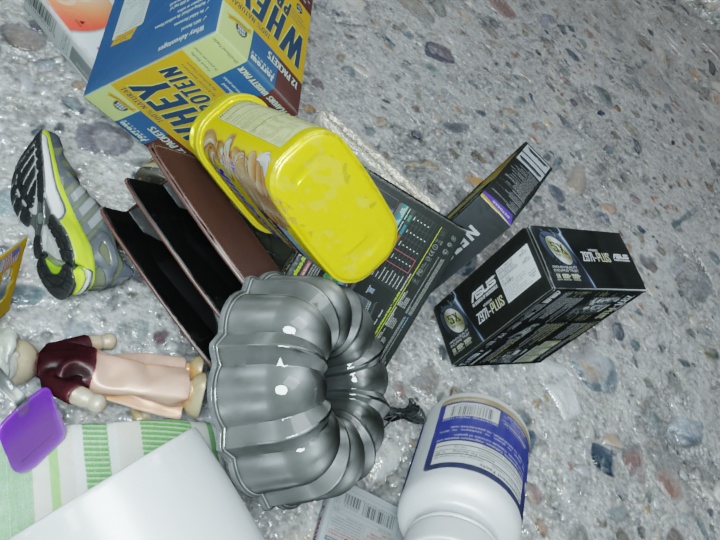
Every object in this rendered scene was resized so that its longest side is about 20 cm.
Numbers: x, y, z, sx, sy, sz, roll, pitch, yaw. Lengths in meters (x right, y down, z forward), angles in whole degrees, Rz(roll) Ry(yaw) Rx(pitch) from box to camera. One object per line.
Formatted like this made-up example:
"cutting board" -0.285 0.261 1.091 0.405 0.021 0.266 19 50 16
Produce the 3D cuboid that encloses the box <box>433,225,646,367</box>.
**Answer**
"box" 0.217 0.037 0.916 0.163 0.200 0.087 2 57 -32

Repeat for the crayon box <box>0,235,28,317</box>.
"crayon box" -0.358 0.047 0.574 0.051 0.126 0.200 38 44 -3

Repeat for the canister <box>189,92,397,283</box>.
"canister" -0.065 -0.080 0.676 0.087 0.200 0.149 -43 124 -10

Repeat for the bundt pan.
"bundt pan" -0.036 0.095 0.612 0.202 0.075 0.203 29 57 -57

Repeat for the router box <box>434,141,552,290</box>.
"router box" 0.136 -0.056 0.933 0.052 0.200 0.157 44 44 -1

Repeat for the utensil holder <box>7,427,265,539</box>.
"utensil holder" -0.138 0.240 0.525 0.170 0.170 0.201 -28 85 -44

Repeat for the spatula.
"spatula" -0.283 0.072 0.565 0.057 0.020 0.201 -51 132 -47

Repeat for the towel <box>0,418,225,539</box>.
"towel" -0.207 0.203 0.633 0.199 0.023 0.153 2 56 -31

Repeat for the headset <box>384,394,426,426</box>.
"headset" -0.021 0.130 0.743 0.200 0.094 0.124 27 67 -46

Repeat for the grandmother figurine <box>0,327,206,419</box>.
"grandmother figurine" -0.243 0.093 0.662 0.199 0.061 0.121 13 8 -21

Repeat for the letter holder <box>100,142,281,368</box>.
"letter holder" -0.157 -0.008 0.707 0.200 0.100 0.142 54 5 2

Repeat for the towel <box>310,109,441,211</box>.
"towel" 0.000 -0.098 0.920 0.200 0.133 0.034 42 49 0

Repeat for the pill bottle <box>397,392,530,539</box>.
"pill bottle" 0.101 0.223 0.725 0.119 0.120 0.200 38 30 -3

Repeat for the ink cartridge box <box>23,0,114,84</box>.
"ink cartridge box" -0.295 -0.313 0.944 0.162 0.050 0.200 50 48 7

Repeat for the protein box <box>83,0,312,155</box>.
"protein box" -0.176 -0.261 0.835 0.135 0.198 0.201 40 45 -47

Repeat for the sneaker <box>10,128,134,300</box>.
"sneaker" -0.294 -0.057 0.748 0.081 0.074 0.201 7 52 -53

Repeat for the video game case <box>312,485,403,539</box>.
"video game case" 0.035 0.322 0.706 0.199 0.023 0.183 30 46 -13

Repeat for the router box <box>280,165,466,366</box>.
"router box" 0.000 0.000 0.812 0.149 0.201 0.062 30 4 -12

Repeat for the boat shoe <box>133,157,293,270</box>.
"boat shoe" -0.155 -0.075 0.841 0.199 0.076 0.074 32 41 -12
